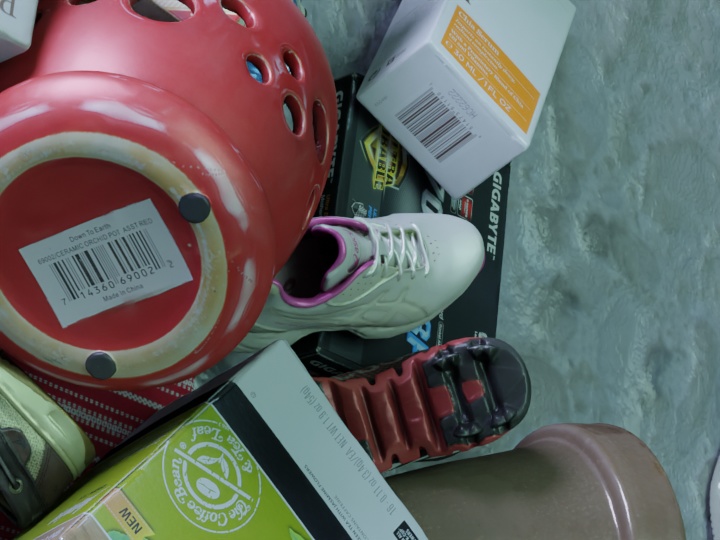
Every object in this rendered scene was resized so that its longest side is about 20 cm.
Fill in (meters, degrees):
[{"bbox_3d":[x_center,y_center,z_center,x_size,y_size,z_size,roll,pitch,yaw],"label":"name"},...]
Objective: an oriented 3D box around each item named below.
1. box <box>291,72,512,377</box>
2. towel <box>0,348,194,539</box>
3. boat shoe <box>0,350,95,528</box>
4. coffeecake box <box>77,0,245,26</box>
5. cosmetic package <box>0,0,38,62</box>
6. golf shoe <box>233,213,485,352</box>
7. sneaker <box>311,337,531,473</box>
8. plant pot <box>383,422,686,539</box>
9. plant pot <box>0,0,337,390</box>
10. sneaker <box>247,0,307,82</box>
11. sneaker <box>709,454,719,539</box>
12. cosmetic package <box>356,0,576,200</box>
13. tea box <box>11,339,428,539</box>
[{"bbox_3d":[0.025,-0.008,1.393,0.158,0.046,0.202,26,61,-37],"label":"box"},{"bbox_3d":[-0.159,0.093,1.194,0.144,0.022,0.202,26,62,-38],"label":"towel"},{"bbox_3d":[-0.227,0.056,1.089,0.200,0.073,0.065,40,62,-13],"label":"boat shoe"},{"bbox_3d":[-0.107,-0.209,1.252,0.153,0.073,0.200,37,50,2],"label":"coffeecake box"},{"bbox_3d":[-0.263,-0.210,1.069,0.167,0.166,0.202,23,64,-39],"label":"cosmetic package"},{"bbox_3d":[0.000,0.000,1.272,0.199,0.091,0.076,-14,76,-29],"label":"golf shoe"},{"bbox_3d":[0.006,0.092,1.283,0.098,0.199,0.071,68,8,-84],"label":"sneaker"},{"bbox_3d":[0.082,0.190,1.313,0.173,0.200,0.202,7,73,-27],"label":"plant pot"},{"bbox_3d":[-0.121,-0.054,1.102,0.201,0.199,0.183,55,23,-19],"label":"plant pot"},{"bbox_3d":[-0.095,-0.117,1.279,0.089,0.078,0.201,39,54,-35],"label":"sneaker"},{"bbox_3d":[0.344,0.146,1.629,0.077,0.111,0.201,42,53,-30],"label":"sneaker"},{"bbox_3d":[0.076,-0.149,1.421,0.101,0.071,0.201,44,34,-16],"label":"cosmetic package"},{"bbox_3d":[-0.073,0.183,1.124,0.201,0.133,0.197,53,47,-6],"label":"tea box"}]
